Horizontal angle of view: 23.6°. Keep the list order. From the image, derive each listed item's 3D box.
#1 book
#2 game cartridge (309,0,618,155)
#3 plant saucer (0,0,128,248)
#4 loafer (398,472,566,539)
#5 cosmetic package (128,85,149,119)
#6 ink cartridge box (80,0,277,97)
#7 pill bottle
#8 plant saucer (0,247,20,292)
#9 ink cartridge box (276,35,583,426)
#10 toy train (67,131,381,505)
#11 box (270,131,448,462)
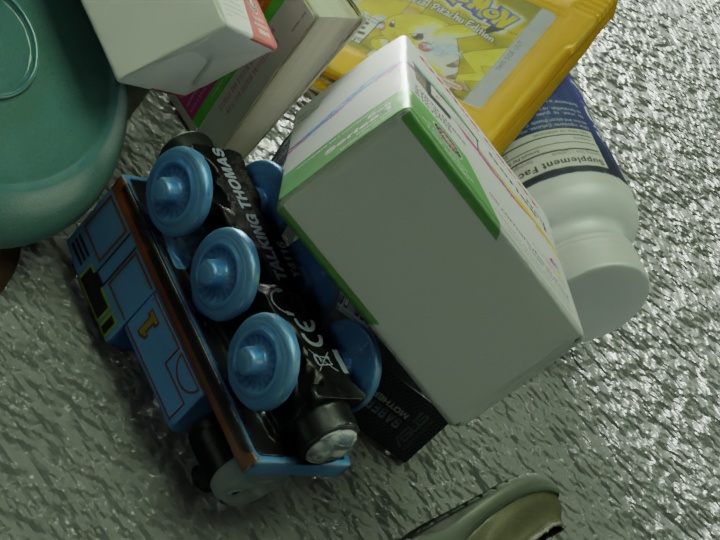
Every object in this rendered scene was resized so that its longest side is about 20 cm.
[{"bbox_3d":[-0.099,-0.183,1.066,0.048,0.134,0.200,-8,58,-50],"label":"book"},{"bbox_3d":[0.059,-0.169,1.173,0.176,0.033,0.200,28,54,17],"label":"game cartridge"},{"bbox_3d":[-0.191,-0.110,0.849,0.200,0.027,0.201,20,59,-37],"label":"plant saucer"},{"bbox_3d":[0.047,0.163,0.887,0.200,0.075,0.070,-21,79,-51],"label":"loafer"},{"bbox_3d":[-0.210,-0.161,0.973,0.199,0.073,0.104,29,34,-21],"label":"cosmetic package"},{"bbox_3d":[-0.124,-0.198,0.907,0.201,0.067,0.116,66,10,3],"label":"ink cartridge box"},{"bbox_3d":[0.123,-0.053,1.176,0.111,0.111,0.201,14,42,-38],"label":"pill bottle"},{"bbox_3d":[-0.250,-0.061,0.849,0.200,0.035,0.201,29,34,-21],"label":"plant saucer"},{"bbox_3d":[0.035,-0.029,0.905,0.145,0.084,0.200,51,12,-13],"label":"ink cartridge box"},{"bbox_3d":[-0.068,0.026,0.869,0.086,0.114,0.200,6,46,-47],"label":"toy train"},{"bbox_3d":[0.000,0.000,1.035,0.158,0.051,0.200,38,32,-10],"label":"box"}]
